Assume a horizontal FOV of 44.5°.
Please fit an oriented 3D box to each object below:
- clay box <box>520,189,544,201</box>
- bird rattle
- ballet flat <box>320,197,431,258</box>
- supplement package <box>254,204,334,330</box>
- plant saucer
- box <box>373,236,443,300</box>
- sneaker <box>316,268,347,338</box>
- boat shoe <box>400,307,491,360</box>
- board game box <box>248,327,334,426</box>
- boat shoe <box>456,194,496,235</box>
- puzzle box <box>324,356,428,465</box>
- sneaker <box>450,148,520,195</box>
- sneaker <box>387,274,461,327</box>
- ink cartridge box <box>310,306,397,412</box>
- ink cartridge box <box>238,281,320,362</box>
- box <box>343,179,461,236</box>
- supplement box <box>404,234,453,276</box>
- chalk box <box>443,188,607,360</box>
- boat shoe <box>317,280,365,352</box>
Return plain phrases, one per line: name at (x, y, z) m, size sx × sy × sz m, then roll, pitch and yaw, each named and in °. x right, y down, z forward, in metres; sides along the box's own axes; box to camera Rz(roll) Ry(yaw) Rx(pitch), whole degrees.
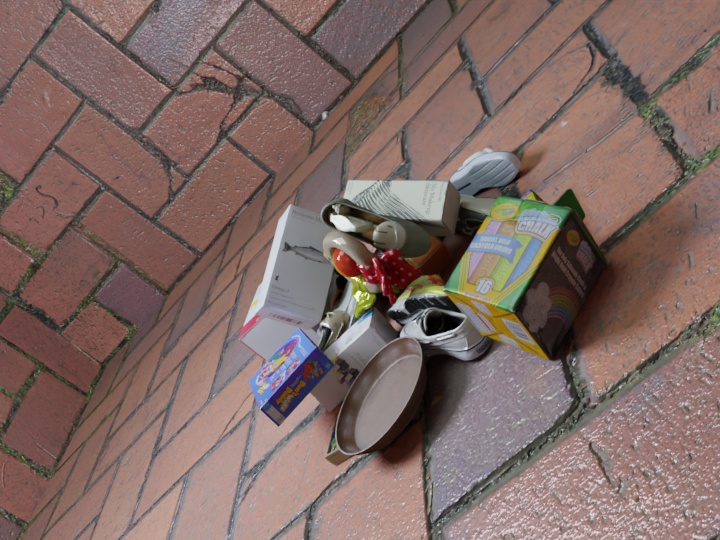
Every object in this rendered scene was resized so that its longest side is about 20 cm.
clay box at (0.244, -0.033, 1.307) m, size 0.115 × 0.047 × 0.201 m, roll -45°, pitch 18°, yaw 19°
bird rattle at (0.000, 0.000, 1.466) m, size 0.113 × 0.163 × 0.200 m, roll -50°, pitch -3°, yaw -9°
ballet flat at (0.021, -0.066, 1.477) m, size 0.064 × 0.198 × 0.068 m, roll -25°, pitch -47°, yaw -60°
supplement package at (-0.116, -0.004, 1.678) m, size 0.117 × 0.116 × 0.202 m, roll 142°, pitch 143°, yaw -72°
plant saucer at (0.036, 0.193, 1.321) m, size 0.200 × 0.034 × 0.201 m, roll -46°, pitch 22°, yaw 25°
box at (0.087, -0.042, 1.680) m, size 0.201 × 0.075 × 0.100 m, roll -54°, pitch 18°, yaw -11°
sneaker at (-0.054, 0.044, 1.730) m, size 0.091 × 0.075 × 0.203 m, roll -8°, pitch 72°, yaw 46°
boat shoe at (0.114, 0.089, 1.326) m, size 0.072 × 0.066 × 0.199 m, roll -45°, pitch 21°, yaw -17°
board game box at (-0.121, 0.176, 1.502) m, size 0.135 × 0.045 × 0.200 m, roll -47°, pitch 13°, yaw -4°
boat shoe at (0.198, -0.096, 1.561) m, size 0.200 × 0.072 × 0.063 m, roll -156°, pitch 61°, yaw -65°
puzzle box at (0.025, 0.217, 1.405) m, size 0.200 × 0.025 × 0.134 m, roll -39°, pitch 21°, yaw 37°
sneaker at (0.230, -0.193, 1.615) m, size 0.071 × 0.073 × 0.200 m, roll -61°, pitch 19°, yaw -19°
sneaker at (0.114, 0.040, 1.443) m, size 0.091 × 0.078 × 0.200 m, roll -56°, pitch 17°, yaw -20°
ink cartridge box at (-0.029, 0.165, 1.520) m, size 0.200 × 0.068 × 0.115 m, roll -43°, pitch 7°, yaw 13°
ink cartridge box at (-0.143, 0.090, 1.876) m, size 0.144 × 0.145 × 0.201 m, roll -41°, pitch 21°, yaw 29°
box at (0.069, -0.110, 1.534) m, size 0.198 × 0.068 × 0.083 m, roll 2°, pitch 69°, yaw 28°
supplement box at (0.075, -0.069, 1.593) m, size 0.069 × 0.067 × 0.200 m, roll -44°, pitch 54°, yaw 0°
chalk box at (0.224, -0.012, 1.137) m, size 0.123 × 0.124 × 0.201 m, roll 16°, pitch 67°, yaw 47°
boat shoe at (-0.040, 0.102, 1.622) m, size 0.075 × 0.068 × 0.202 m, roll 149°, pitch 136°, yaw -68°
